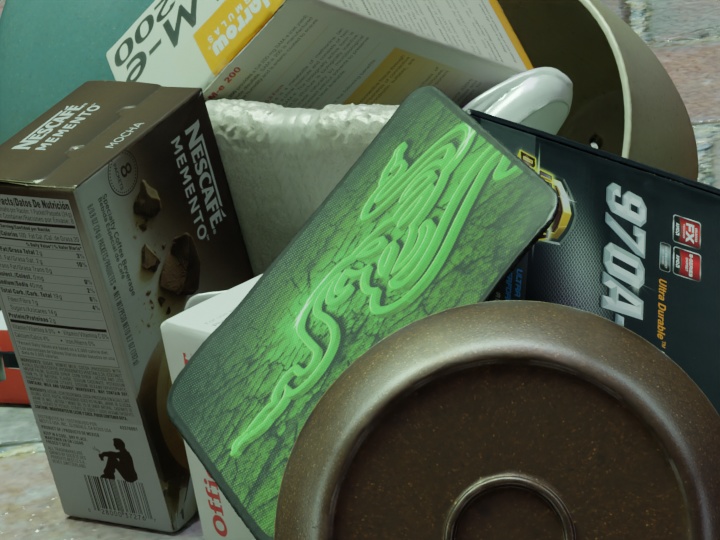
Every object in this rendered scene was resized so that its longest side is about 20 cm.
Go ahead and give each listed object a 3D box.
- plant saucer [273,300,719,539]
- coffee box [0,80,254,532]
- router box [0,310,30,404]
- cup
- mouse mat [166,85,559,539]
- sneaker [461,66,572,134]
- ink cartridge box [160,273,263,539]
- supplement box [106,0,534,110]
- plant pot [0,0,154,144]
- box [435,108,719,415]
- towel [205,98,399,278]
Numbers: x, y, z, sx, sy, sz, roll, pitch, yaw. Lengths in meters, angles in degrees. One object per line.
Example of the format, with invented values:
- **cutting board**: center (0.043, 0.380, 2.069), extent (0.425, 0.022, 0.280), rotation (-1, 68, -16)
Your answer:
- **plant saucer**: center (0.061, 0.111, 1.227), extent (0.200, 0.201, 0.034), rotation (-7, -6, 6)
- **coffee box**: center (-0.117, 0.017, 1.537), extent (0.080, 0.201, 0.113), rotation (5, 31, 35)
- **router box**: center (-0.095, 0.018, 1.759), extent (0.179, 0.049, 0.200), rotation (1, 23, 27)
- **cup**: center (0.114, -0.065, 1.727), extent (0.200, 0.201, 0.143), rotation (9, 0, 41)
- **mouse mat**: center (-0.004, 0.017, 1.344), extent (0.200, 0.008, 0.161), rotation (-50, 32, 3)
- **sneaker**: center (0.064, -0.015, 1.621), extent (0.100, 0.200, 0.075), rotation (39, 10, 25)
- **ink cartridge box**: center (0.006, 0.071, 1.454), extent (0.125, 0.129, 0.200), rotation (-26, 26, -37)
- **supplement box**: center (-0.018, -0.109, 1.618), extent (0.200, 0.126, 0.074), rotation (16, 39, -46)
- **plant pot**: center (-0.135, -0.079, 1.742), extent (0.200, 0.200, 0.135), rotation (5, 59, 35)
- **box**: center (0.104, 0.035, 1.344), extent (0.159, 0.046, 0.200), rotation (17, 49, -12)
- **towel**: center (0.000, 0.000, 1.551), extent (0.132, 0.200, 0.034), rotation (3, 34, 31)
